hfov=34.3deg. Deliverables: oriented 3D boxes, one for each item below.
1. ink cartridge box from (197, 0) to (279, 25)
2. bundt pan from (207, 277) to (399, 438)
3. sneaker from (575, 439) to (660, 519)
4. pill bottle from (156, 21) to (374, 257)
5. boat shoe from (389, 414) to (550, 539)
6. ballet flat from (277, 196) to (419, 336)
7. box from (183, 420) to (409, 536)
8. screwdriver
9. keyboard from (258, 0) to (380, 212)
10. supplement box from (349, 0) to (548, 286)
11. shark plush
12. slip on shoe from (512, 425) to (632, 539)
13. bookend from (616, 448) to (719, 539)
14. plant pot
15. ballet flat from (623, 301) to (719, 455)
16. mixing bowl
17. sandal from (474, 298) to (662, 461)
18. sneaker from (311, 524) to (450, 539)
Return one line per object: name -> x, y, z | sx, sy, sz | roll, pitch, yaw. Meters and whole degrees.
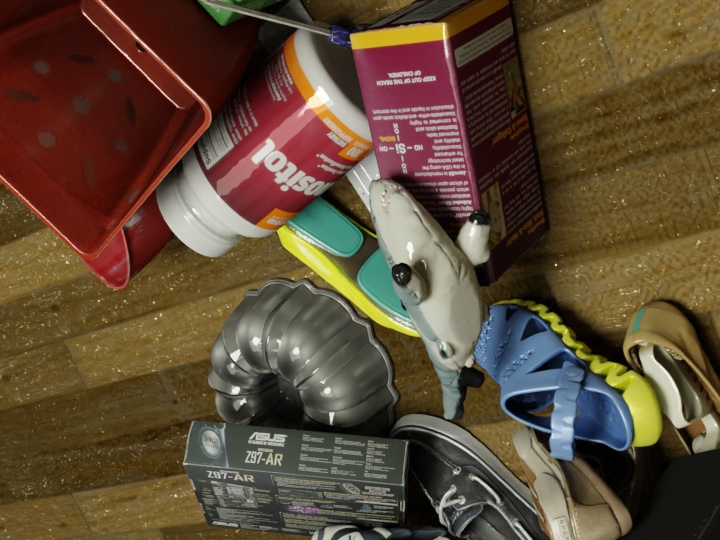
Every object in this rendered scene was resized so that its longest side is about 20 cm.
ink cartridge box -> -0.039, -0.290, 0.851 | 0.083, 0.146, 0.200 | 48, 131, 2
bundt pan -> -0.067, 0.113, 1.124 | 0.200, 0.076, 0.205 | 15, 121, 28
sneaker -> 0.227, 0.201, 0.985 | 0.070, 0.075, 0.203 | -4, 90, 46
pill bottle -> -0.074, -0.101, 0.966 | 0.199, 0.113, 0.113 | -38, 91, 26
boat shoe -> 0.100, 0.212, 1.066 | 0.199, 0.068, 0.072 | 40, 129, 11
ballet flat -> 0.000, 0.000, 1.037 | 0.199, 0.067, 0.067 | 37, 150, 16
box -> -0.054, 0.200, 1.079 | 0.197, 0.044, 0.161 | 4, 148, 5
screwdriver -> -0.037, -0.185, 0.888 | 0.029, 0.198, 0.028 | 33, 111, 53
keyboard -> -0.018, -0.136, 1.007 | 0.056, 0.011, 0.201 | -30, 95, 34
supplement box -> 0.072, -0.101, 0.897 | 0.085, 0.110, 0.203 | 1, 114, 34
shark plush -> 0.060, 0.023, 0.882 | 0.083, 0.091, 0.201 | 23, 150, 47
slip on shoe -> 0.165, 0.170, 0.930 | 0.060, 0.200, 0.077 | -19, 96, 2
bookend -> 0.223, 0.231, 0.871 | 0.092, 0.199, 0.200 | 46, 150, -5
plant pot -> -0.193, -0.169, 0.908 | 0.200, 0.177, 0.200 | 44, 129, -7
ballet flat -> 0.266, 0.120, 0.912 | 0.068, 0.063, 0.201 | -33, 93, 41
mixing bowl -> -0.220, -0.097, 1.076 | 0.200, 0.108, 0.202 | 43, 149, 34
sandal -> 0.144, 0.088, 0.935 | 0.199, 0.086, 0.080 | 32, 138, 50
sneaker -> 0.057, 0.292, 1.082 | 0.199, 0.080, 0.129 | 41, 145, -27
